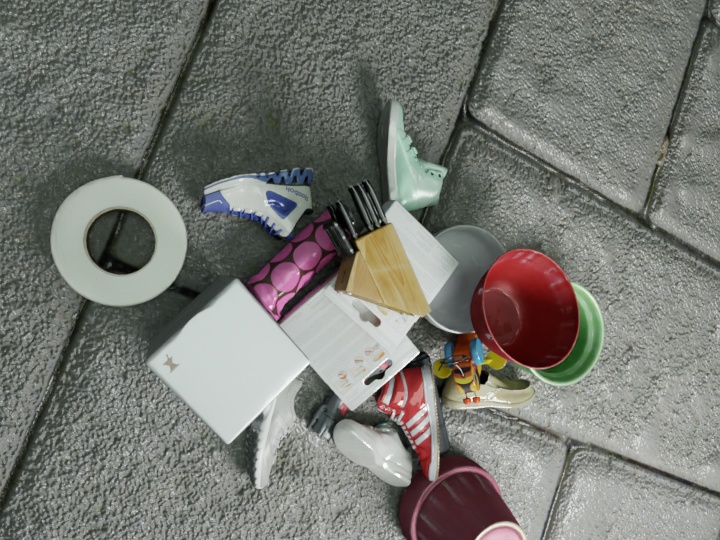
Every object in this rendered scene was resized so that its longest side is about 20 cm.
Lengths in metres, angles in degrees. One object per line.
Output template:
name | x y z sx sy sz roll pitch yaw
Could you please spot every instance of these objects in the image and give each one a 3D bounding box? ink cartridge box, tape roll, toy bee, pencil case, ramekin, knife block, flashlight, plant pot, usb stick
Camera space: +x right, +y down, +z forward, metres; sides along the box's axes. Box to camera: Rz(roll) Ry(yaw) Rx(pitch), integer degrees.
ink cartridge box | -0.020 0.112 0.963 0.160 0.047 0.200 -40 102 -1
tape roll | -0.375 -0.046 0.887 0.200 0.037 0.206 0 91 -19
toy bee | 0.187 0.181 1.022 0.199 0.130 0.110 -22 99 -46
pencil case | -0.100 -0.007 0.959 0.200 0.090 0.094 -43 135 -15
ramekin | 0.372 0.119 1.120 0.198 0.098 0.203 0 90 -20
knife block | 0.033 -0.036 0.882 0.198 0.064 0.178 20 83 -19
flashlight | -0.011 0.212 1.006 0.067 0.068 0.201 28 83 27
plant pot | 0.193 0.461 1.006 0.198 0.179 0.203 -3 98 -20
usb stick | 0.127 0.256 1.069 0.055 0.033 0.202 -15 95 -18
ink cartridge box | 0.049 0.008 0.946 0.162 0.057 0.201 42 80 -15

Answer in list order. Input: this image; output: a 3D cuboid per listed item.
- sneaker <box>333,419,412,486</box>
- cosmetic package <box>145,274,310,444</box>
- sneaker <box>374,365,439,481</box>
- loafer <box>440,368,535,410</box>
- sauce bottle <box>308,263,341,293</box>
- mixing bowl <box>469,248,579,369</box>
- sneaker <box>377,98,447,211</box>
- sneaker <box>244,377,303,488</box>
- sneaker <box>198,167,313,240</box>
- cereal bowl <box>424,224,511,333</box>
sneaker | 0.027 0.305 1.010 0.200 0.075 0.089 47 46 -32
cosmetic package | -0.208 0.123 0.861 0.167 0.200 0.167 -43 104 -13
sneaker | 0.084 0.277 1.016 0.111 0.071 0.203 -5 85 3
loafer | 0.251 0.226 1.090 0.198 0.076 0.069 -1 97 -19
sauce bottle | 0.000 0.000 1.003 0.199 0.066 0.066 -33 101 -10
mixing bowl | 0.265 0.073 0.978 0.198 0.108 0.203 6 74 -22
sneaker | 0.096 -0.210 1.030 0.117 0.074 0.203 -7 102 -13
sneaker | -0.142 0.270 0.953 0.081 0.075 0.202 12 91 -26
sneaker | -0.161 -0.101 0.938 0.197 0.080 0.117 -13 93 -20
cereal bowl | 0.178 0.016 1.058 0.198 0.083 0.203 0 91 -20
